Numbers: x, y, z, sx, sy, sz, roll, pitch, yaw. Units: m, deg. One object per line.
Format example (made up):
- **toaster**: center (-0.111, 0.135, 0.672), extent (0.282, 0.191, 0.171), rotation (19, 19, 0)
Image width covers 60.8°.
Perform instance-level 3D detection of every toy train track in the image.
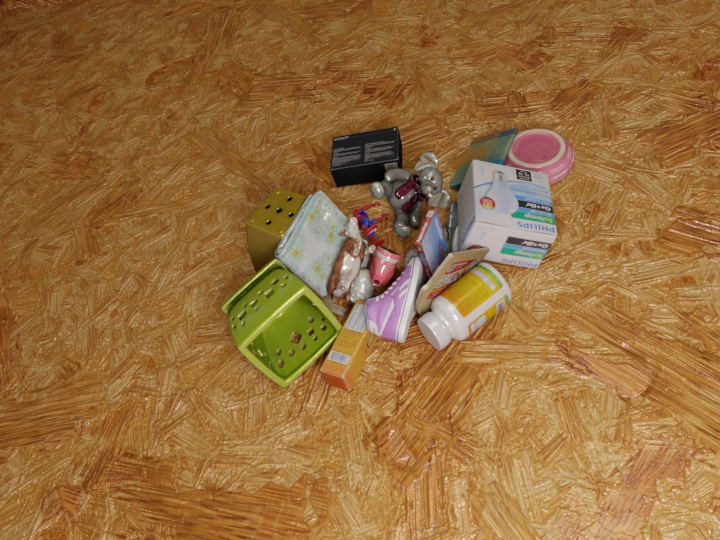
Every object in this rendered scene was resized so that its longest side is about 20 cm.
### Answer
- **toy train track**: center (-0.069, 0.047, 1.520), extent (0.113, 0.033, 0.201), rotation (16, 57, 27)

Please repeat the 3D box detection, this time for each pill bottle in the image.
- **pill bottle**: center (0.226, 0.083, 1.352), extent (0.199, 0.112, 0.111), rotation (-36, 51, -13)

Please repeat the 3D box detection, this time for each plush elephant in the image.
- **plush elephant**: center (0.147, -0.207, 1.575), extent (0.153, 0.166, 0.200), rotation (-21, 19, 32)

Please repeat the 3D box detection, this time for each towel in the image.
- **towel**: center (-0.097, -0.065, 1.470), extent (0.048, 0.171, 0.202), rotation (2, 56, 53)
- **towel**: center (0.335, -0.300, 1.654), extent (0.145, 0.022, 0.201), rotation (-4, 46, 45)

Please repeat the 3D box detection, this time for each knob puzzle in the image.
- **knob puzzle**: center (0.184, 0.025, 1.367), extent (0.219, 0.220, 0.030), rotation (-37, 66, -14)

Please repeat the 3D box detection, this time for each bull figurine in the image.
- **bull figurine**: center (-0.023, -0.023, 1.434), extent (0.121, 0.064, 0.203), rotation (-162, 89, -70)

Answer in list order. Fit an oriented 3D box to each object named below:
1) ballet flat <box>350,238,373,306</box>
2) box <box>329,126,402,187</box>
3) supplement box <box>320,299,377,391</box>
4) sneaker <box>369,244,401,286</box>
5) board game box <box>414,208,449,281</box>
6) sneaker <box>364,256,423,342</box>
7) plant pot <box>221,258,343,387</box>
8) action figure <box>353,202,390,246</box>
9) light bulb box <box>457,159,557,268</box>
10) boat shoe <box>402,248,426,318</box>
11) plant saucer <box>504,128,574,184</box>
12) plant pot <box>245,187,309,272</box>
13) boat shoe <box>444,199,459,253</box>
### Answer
- **ballet flat**: center (0.000, 0.000, 1.504), extent (0.071, 0.072, 0.202), rotation (-12, 50, 7)
- **box**: center (0.019, -0.326, 1.764), extent (0.197, 0.079, 0.143), rotation (-6, 54, 12)
- **supplement box**: center (-0.014, 0.166, 1.387), extent (0.068, 0.067, 0.201), rotation (14, 57, 28)
- **sneaker**: center (0.045, -0.007, 1.447), extent (0.073, 0.200, 0.088), rotation (24, 88, 3)
- **board game box**: center (0.171, -0.033, 1.402), extent (0.019, 0.201, 0.104), rotation (8, 54, 29)
- **sneaker**: center (0.070, 0.051, 1.362), extent (0.113, 0.073, 0.203), rotation (13, 66, 17)
- **plant pot**: center (-0.187, 0.106, 1.392), extent (0.200, 0.200, 0.181), rotation (-41, 45, -4)
- **action figure**: center (0.039, -0.132, 1.584), extent (0.098, 0.066, 0.200), rotation (-29, 26, -3)
- **light bulb box**: center (0.339, -0.132, 1.444), extent (0.195, 0.126, 0.202), rotation (9, 52, -5)
- **boat shoe**: center (0.120, 0.050, 1.437), extent (0.074, 0.073, 0.202), rotation (16, 72, 18)
- **plant saucer**: center (0.468, -0.310, 1.636), extent (0.197, 0.051, 0.203), rotation (-8, 50, 9)
- **plant pot**: center (-0.174, -0.091, 1.559), extent (0.198, 0.177, 0.201), rotation (21, 60, 34)
- **boat shoe**: center (0.245, -0.102, 1.535), extent (0.061, 0.073, 0.202), rotation (-15, 46, 40)
